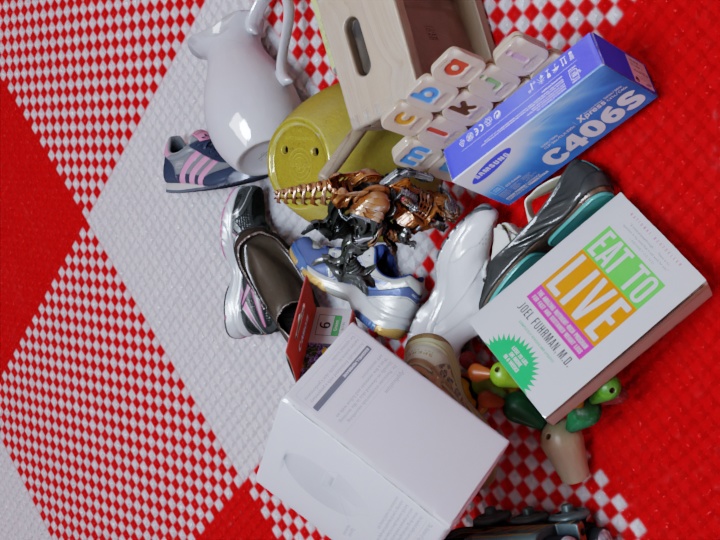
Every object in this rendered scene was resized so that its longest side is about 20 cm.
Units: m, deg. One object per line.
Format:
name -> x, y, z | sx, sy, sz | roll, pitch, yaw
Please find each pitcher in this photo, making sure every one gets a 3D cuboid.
pitcher -> -0.127, -0.237, 1.409 | 0.171, 0.121, 0.201 | -37, 60, 36

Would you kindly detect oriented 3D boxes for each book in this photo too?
book -> 0.222, 0.036, 1.113 | 0.200, 0.048, 0.134 | -41, 61, 6

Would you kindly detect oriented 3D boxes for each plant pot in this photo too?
plant pot -> -0.025, -0.127, 1.309 | 0.199, 0.141, 0.202 | 7, 101, 42

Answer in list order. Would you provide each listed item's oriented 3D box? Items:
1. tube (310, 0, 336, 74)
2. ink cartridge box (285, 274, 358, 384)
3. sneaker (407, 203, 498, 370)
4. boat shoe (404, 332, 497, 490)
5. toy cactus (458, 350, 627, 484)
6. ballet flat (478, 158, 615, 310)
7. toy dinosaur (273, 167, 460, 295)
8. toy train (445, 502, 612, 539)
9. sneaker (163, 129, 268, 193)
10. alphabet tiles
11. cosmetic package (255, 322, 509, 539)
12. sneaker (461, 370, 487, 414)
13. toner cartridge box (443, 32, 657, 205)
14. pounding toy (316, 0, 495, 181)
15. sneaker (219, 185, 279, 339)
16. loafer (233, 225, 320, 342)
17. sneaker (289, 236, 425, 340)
tube -> -0.037, -0.334, 1.355 | 0.058, 0.052, 0.202 | -16, 78, 2
ink cartridge box -> -0.034, 0.106, 1.305 | 0.050, 0.110, 0.201 | 4, 145, 14
sneaker -> 0.122, 0.020, 1.259 | 0.087, 0.074, 0.201 | 27, 119, 20
boat shoe -> 0.089, 0.163, 1.198 | 0.073, 0.063, 0.201 | -15, 116, 25
toy cactus -> 0.202, 0.142, 1.193 | 0.199, 0.102, 0.166 | -9, 109, 40
ballet flat -> 0.185, -0.037, 1.189 | 0.200, 0.068, 0.069 | -48, 55, 25
toy dinosaur -> 0.004, -0.066, 1.191 | 0.136, 0.199, 0.103 | -56, 17, 38
toy train -> 0.169, 0.303, 1.215 | 0.199, 0.113, 0.086 | -14, 88, 43
sneaker -> -0.199, -0.149, 1.513 | 0.199, 0.070, 0.083 | -1, 98, 41
alphabet tiles -> 0.124, -0.159, 1.139 | 0.200, 0.194, 0.015 | -41, 49, 38
cosmetic package -> 0.017, 0.195, 1.154 | 0.199, 0.123, 0.200 | 38, 147, 11
sneaker -> 0.055, 0.170, 1.315 | 0.200, 0.090, 0.070 | -31, 75, 40
toner cartridge box -> 0.186, -0.146, 1.129 | 0.200, 0.095, 0.043 | -38, 51, 34
pounding toy -> 0.038, -0.214, 1.209 | 0.142, 0.183, 0.202 | -20, 83, 42
sneaker -> -0.126, -0.011, 1.479 | 0.086, 0.080, 0.202 | 0, 98, 22
loafer -> -0.088, 0.031, 1.408 | 0.073, 0.071, 0.201 | -35, 92, -3
sneaker -> 0.000, 0.000, 1.367 | 0.200, 0.075, 0.089 | 35, 101, 32
